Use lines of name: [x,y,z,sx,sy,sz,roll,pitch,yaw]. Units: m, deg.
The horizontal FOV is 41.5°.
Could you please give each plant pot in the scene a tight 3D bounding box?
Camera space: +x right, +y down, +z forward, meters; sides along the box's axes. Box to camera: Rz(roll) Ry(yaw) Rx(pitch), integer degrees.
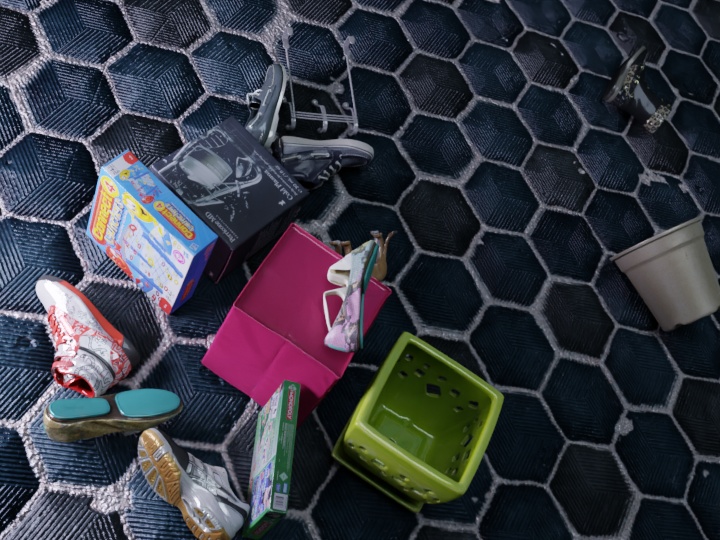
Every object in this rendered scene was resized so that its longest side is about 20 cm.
plant pot: [0.635,0.016,1.920,0.200,0.200,0.184,-19,81,-33]
plant pot: [0.078,0.252,1.499,0.199,0.182,0.199,34,53,-3]

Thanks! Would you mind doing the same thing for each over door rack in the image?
over door rack: [-0.082,-0.364,1.868,0.147,0.067,0.202,1,81,-25]

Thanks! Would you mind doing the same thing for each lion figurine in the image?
lion figurine: [0.000,0.000,1.686,0.199,0.072,0.123,-15,101,-39]

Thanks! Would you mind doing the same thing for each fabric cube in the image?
fabric cube: [-0.101,0.090,1.504,0.199,0.200,0.197,35,51,-2]

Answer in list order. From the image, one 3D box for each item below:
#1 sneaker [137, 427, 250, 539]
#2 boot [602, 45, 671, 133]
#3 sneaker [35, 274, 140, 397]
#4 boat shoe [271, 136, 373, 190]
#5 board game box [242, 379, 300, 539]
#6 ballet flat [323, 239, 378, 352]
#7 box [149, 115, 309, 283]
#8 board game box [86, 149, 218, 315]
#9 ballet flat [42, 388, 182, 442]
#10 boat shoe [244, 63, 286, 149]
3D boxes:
sneaker: [-0.244,0.307,1.393,0.200,0.076,0.088,51,39,5]
boot: [0.679,-0.432,2.279,0.153,0.074,0.204,38,58,-2]
sneaker: [-0.436,0.101,1.421,0.201,0.067,0.108,42,50,1]
boat shoe: [-0.068,-0.192,1.784,0.199,0.075,0.093,1,67,-16]
board game box: [-0.132,0.281,1.411,0.029,0.135,0.201,15,56,-16]
ballet flat: [-0.019,0.031,1.420,0.071,0.069,0.201,8,55,3]
box: [-0.233,-0.123,1.624,0.200,0.124,0.196,45,54,6]
board game box: [-0.330,-0.055,1.485,0.196,0.200,0.056,43,54,6]
ballet flat: [-0.362,0.215,1.388,0.199,0.071,0.071,-2,61,-28]
boat shoe: [-0.185,-0.319,1.799,0.061,0.073,0.201,18,60,-19]
